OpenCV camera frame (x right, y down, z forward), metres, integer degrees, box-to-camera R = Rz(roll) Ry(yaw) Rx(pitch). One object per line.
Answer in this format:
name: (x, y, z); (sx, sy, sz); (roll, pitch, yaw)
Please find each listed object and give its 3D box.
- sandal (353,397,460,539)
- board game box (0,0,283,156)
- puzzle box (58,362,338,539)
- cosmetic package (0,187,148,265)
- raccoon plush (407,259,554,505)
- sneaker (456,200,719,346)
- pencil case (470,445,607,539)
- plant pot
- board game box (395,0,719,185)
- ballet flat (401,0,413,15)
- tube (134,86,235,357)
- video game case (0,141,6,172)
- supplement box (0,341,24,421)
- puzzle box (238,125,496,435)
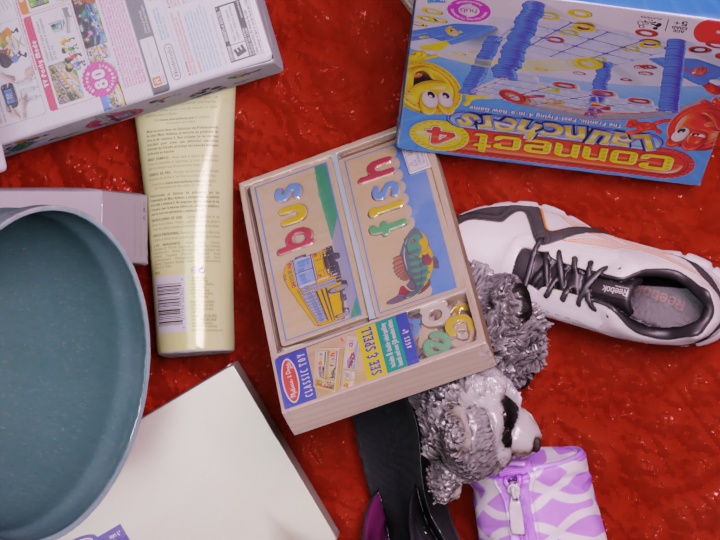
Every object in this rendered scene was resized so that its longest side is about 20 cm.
sandal: (0.026, 0.172, 1.591); (0.075, 0.048, 0.201); (-21, 82, 46)
board game box: (-0.166, -0.170, 1.580); (0.199, 0.064, 0.148); (-16, 88, 4)
puzzle box: (-0.132, 0.166, 1.623); (0.200, 0.025, 0.133); (-30, 92, 6)
cosmetic package: (-0.243, -0.027, 1.593); (0.199, 0.083, 0.051); (0, 92, 15)
raccoon plush: (0.026, 0.067, 1.556); (0.199, 0.134, 0.097); (11, 137, 28)
sneaker: (0.140, 0.002, 1.571); (0.199, 0.080, 0.074); (11, 95, 7)
pencil case: (0.121, 0.207, 1.577); (0.084, 0.085, 0.201); (-12, 92, 8)
plant pot: (-0.239, 0.055, 1.486); (0.134, 0.200, 0.201); (7, 93, 33)
board game box: (0.126, -0.132, 1.498); (0.199, 0.196, 0.056); (7, 64, 1)
ballet flat: (0.029, -0.214, 1.580); (0.067, 0.062, 0.200); (-34, 87, 25)
tube: (-0.110, -0.045, 1.615); (0.058, 0.052, 0.201); (-2, 86, -33)
video game case: (-0.282, -0.154, 1.568); (0.017, 0.143, 0.201); (-15, 97, -34)
supplement box: (-0.307, 0.102, 1.619); (0.199, 0.086, 0.111); (-20, 90, 6)
puzzle box: (0.000, 0.000, 1.549); (0.133, 0.025, 0.200); (-20, 47, 7)
